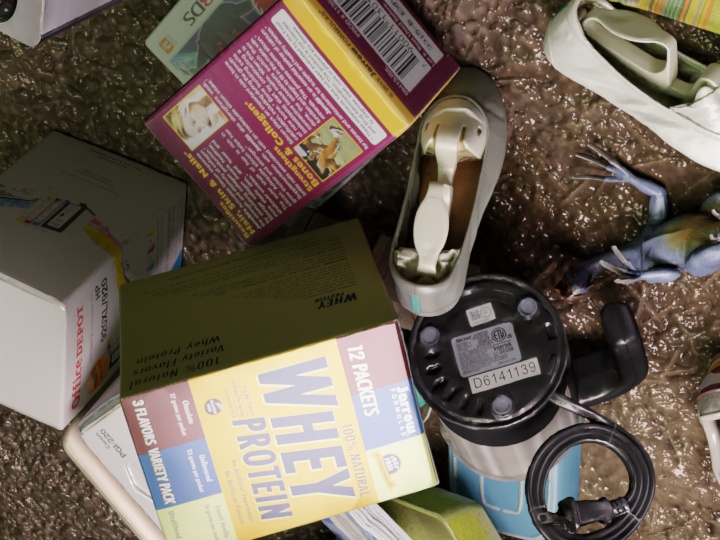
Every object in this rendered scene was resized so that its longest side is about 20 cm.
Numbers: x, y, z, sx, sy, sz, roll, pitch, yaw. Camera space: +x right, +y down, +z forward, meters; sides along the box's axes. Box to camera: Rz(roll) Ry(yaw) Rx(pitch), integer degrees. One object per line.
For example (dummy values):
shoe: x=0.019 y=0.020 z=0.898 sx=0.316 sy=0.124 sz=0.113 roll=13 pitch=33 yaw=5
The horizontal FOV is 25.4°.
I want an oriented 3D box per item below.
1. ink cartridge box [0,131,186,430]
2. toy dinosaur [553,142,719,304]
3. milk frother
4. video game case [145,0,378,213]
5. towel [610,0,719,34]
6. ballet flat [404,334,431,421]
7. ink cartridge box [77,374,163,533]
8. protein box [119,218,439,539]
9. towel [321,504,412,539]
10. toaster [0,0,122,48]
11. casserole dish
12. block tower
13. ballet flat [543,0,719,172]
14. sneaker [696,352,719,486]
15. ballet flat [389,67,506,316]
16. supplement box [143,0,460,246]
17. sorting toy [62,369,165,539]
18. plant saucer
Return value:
ink cartridge box: x=-0.263 y=0.006 z=1.385 sx=0.144 sy=0.200 sz=0.148 roll=22 pitch=130 yaw=15
toy dinosaur: x=0.233 y=-0.005 z=1.179 sx=0.199 sy=0.105 sz=0.181 roll=32 pitch=151 yaw=-8
milk frother: x=0.134 y=0.126 z=1.212 sx=0.179 sy=0.202 sz=0.188 roll=0 pitch=161 yaw=12
video game case: x=-0.056 y=-0.164 z=1.270 sx=0.200 sy=0.023 sz=0.182 roll=45 pitch=132 yaw=-6
towel: x=0.269 y=-0.190 z=1.073 sx=0.199 sy=0.018 sz=0.087 roll=21 pitch=130 yaw=15
ballet flat: x=0.016 y=0.131 z=1.409 sx=0.070 sy=0.068 sz=0.200 roll=30 pitch=135 yaw=-11
ink cartridge box: x=-0.139 y=0.123 z=1.391 sx=0.085 sy=0.200 sz=0.146 roll=-34 pitch=102 yaw=30
protein box: x=-0.065 y=0.081 z=1.173 sx=0.197 sy=0.200 sz=0.136 roll=-16 pitch=113 yaw=-2
towel: x=-0.010 y=0.222 z=1.431 sx=0.147 sy=0.024 sz=0.200 roll=48 pitch=164 yaw=-21
toaster: x=-0.244 y=-0.273 z=1.202 sx=0.180 sy=0.200 sz=0.119 roll=28 pitch=129 yaw=20
casserole dish: x=0.128 y=0.160 z=1.381 sx=0.120 sy=0.039 sz=0.201 roll=12 pitch=126 yaw=21
block tower: x=0.000 y=0.000 z=1.320 sx=0.199 sy=0.054 sz=0.058 roll=19 pitch=160 yaw=19
ballet flat: x=0.218 y=-0.129 z=1.105 sx=0.199 sy=0.069 sz=0.070 roll=32 pitch=132 yaw=10
sneaker: x=0.317 y=0.163 z=1.241 sx=0.075 sy=0.090 sz=0.201 roll=-23 pitch=108 yaw=38
ballet flat: x=0.065 y=-0.066 z=1.160 sx=0.067 sy=0.201 sz=0.064 roll=8 pitch=162 yaw=13
supplement box: x=-0.046 y=-0.131 z=1.203 sx=0.200 sy=0.103 sz=0.131 roll=-33 pitch=102 yaw=40
sorting toy: x=-0.164 y=0.161 z=1.439 sx=0.036 sy=0.200 sz=0.186 roll=-31 pitch=104 yaw=29
plant saucer: x=0.088 y=0.263 z=1.425 sx=0.200 sy=0.048 sz=0.200 roll=59 pitch=159 yaw=-17
